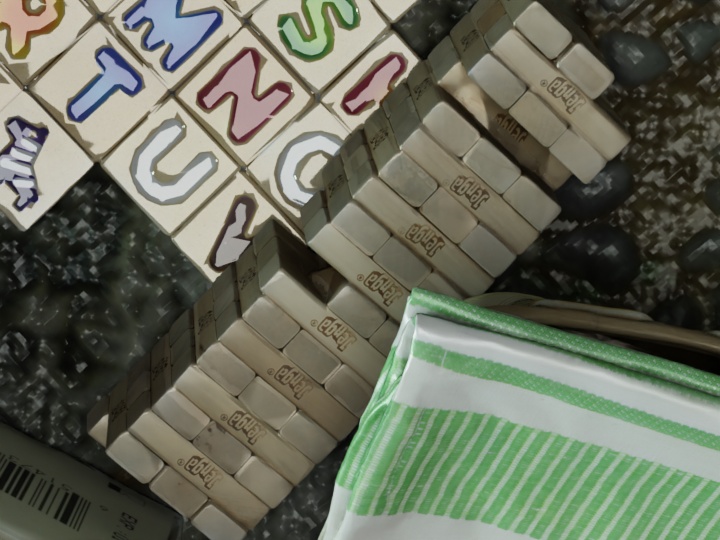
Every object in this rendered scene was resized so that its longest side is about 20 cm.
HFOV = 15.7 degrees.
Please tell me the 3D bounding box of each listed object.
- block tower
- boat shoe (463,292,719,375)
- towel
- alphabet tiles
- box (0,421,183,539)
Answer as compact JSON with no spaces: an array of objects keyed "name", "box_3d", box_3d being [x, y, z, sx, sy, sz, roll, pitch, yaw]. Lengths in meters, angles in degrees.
[{"name":"block tower","box_3d":[0.000,0.000,0.813,0.054,0.058,0.200,41,101,-15]},{"name":"boat shoe","box_3d":[0.113,0.056,0.764,0.199,0.065,0.072,15,84,-3]},{"name":"towel","box_3d":[0.056,0.100,0.756,0.152,0.023,0.201,15,130,-5]},{"name":"alphabet tiles","box_3d":[-0.071,-0.092,0.827,0.167,0.008,0.200,-42,97,8]},{"name":"box","box_3d":[-0.158,0.147,0.823,0.127,0.109,0.201,27,100,-4]}]
